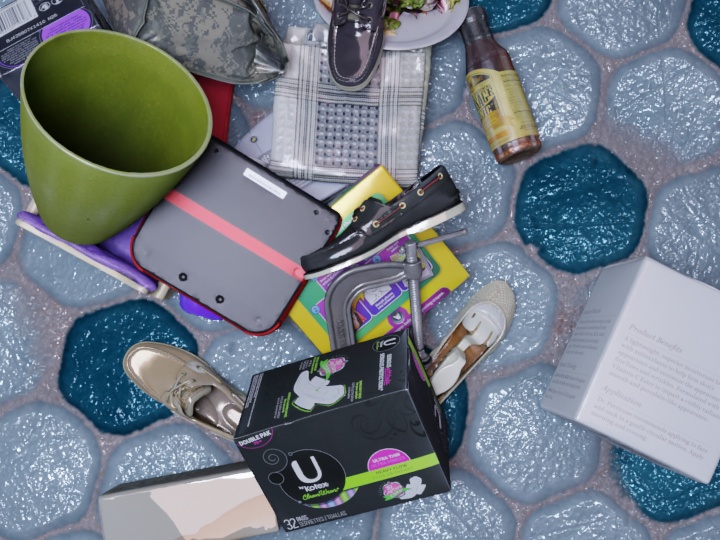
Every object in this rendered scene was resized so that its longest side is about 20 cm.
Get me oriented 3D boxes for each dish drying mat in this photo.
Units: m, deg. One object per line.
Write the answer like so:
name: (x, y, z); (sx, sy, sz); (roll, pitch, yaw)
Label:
dish drying mat: (-0.199, -0.188, 1.026); (0.077, 0.018, 0.200); (11, 83, -39)

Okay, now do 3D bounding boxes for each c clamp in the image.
c clamp: (0.043, 0.055, 0.943); (0.171, 0.027, 0.200); (-8, 119, -14)

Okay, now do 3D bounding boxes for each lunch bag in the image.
lunch bag: (-0.187, -0.311, 0.959); (0.200, 0.118, 0.164); (5, 41, -37)

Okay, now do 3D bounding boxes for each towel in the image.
towel: (-0.012, -0.206, 1.009); (0.192, 0.035, 0.200); (5, 84, 0)

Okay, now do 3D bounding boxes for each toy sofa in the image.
toy sofa: (-0.307, -0.045, 0.992); (0.200, 0.098, 0.083); (28, 85, 3)

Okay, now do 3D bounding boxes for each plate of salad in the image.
plate of salad: (0.039, -0.356, 1.022); (0.200, 0.048, 0.200); (2, 58, -3)

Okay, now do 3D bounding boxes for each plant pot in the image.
plant pot: (-0.280, -0.118, 0.875); (0.187, 0.200, 0.187); (16, 52, -21)

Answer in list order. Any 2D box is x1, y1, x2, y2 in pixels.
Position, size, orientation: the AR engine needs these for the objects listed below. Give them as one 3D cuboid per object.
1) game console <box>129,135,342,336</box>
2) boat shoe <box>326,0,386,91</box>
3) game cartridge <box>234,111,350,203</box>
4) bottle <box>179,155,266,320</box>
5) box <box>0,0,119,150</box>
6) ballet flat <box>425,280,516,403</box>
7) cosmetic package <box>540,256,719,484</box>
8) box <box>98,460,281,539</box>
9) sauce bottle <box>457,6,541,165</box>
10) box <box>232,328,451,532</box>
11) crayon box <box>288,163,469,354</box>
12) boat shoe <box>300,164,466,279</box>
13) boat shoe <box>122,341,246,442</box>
game console: (-0.146, -0.038, 0.935); (0.200, 0.031, 0.177); (31, 89, -4)
boat shoe: (-0.002, -0.313, 0.950); (0.072, 0.065, 0.200); (12, 86, 10)
game cartridge: (-0.060, -0.154, 1.037); (0.200, 0.042, 0.133); (-31, 82, -3)
bottle: (-0.164, -0.042, 0.987); (0.065, 0.084, 0.200); (16, 95, -10)
box: (-0.324, -0.219, 0.947); (0.122, 0.200, 0.106); (-29, 60, -4)
ballet flat: (0.131, 0.097, 1.002); (0.067, 0.062, 0.200); (39, 85, -6)
cosmetic package: (0.340, 0.112, 0.952); (0.165, 0.165, 0.200); (27, 85, 1)
box: (-0.196, 0.280, 0.965); (0.200, 0.095, 0.078); (-10, 85, 0)
sauce bottle: (0.170, -0.236, 1.035); (0.066, 0.066, 0.200); (-18, 81, -3)
box: (-0.014, 0.180, 0.915); (0.200, 0.124, 0.149); (-18, 115, 13)
crayon box: (0.000, 0.000, 0.985); (0.200, 0.058, 0.173); (-39, 98, 2)
boat shoe: (0.018, -0.052, 0.914); (0.201, 0.074, 0.063); (-28, 99, -5)
boat shoe: (-0.203, 0.149, 0.990); (0.200, 0.065, 0.072); (32, 85, 2)
